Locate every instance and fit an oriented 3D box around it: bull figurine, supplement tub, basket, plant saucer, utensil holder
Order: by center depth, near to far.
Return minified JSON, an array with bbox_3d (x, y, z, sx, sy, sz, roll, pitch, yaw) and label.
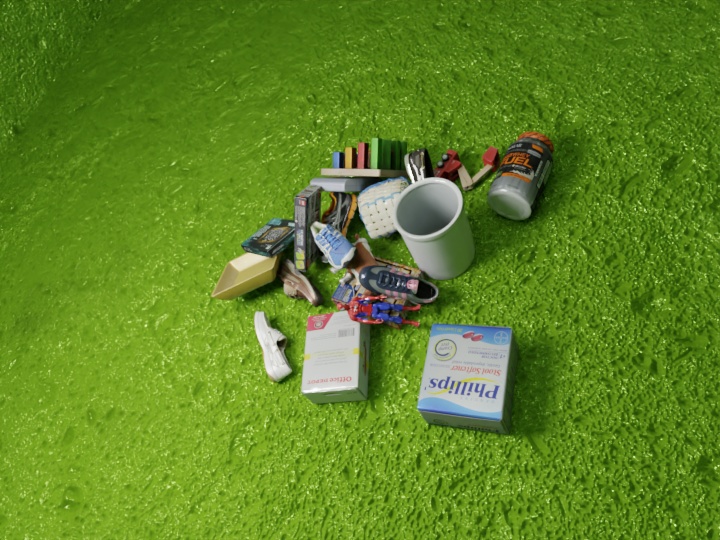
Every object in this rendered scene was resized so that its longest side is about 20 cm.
[{"bbox_3d":[0.185,-0.094,1.416,0.167,0.201,0.172,-12,54,17],"label":"utensil holder"},{"bbox_3d":[0.405,-0.239,1.460,0.121,0.123,0.202,14,66,30],"label":"supplement tub"},{"bbox_3d":[0.000,0.000,1.465,0.121,0.065,0.201,-38,50,1],"label":"bull figurine"},{"bbox_3d":[0.074,-0.173,1.567,0.174,0.141,0.201,-17,27,18],"label":"basket"},{"bbox_3d":[-0.298,0.002,1.621,0.197,0.049,0.201,-25,25,15],"label":"plant saucer"}]

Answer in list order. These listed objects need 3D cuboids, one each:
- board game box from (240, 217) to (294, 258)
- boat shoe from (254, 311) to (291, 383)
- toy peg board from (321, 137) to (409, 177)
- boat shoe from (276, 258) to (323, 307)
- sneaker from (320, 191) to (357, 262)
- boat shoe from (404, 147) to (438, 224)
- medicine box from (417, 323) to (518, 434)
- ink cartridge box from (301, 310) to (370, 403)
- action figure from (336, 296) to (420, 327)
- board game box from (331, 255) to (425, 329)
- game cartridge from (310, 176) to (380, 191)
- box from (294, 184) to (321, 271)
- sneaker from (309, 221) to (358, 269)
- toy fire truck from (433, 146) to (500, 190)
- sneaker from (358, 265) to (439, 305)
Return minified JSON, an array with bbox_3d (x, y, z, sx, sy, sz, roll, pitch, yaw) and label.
[{"bbox_3d":[-0.247,-0.095,1.651,0.135,0.028,0.199,-42,26,-20],"label":"board game box"},{"bbox_3d":[-0.219,0.186,1.503,0.068,0.071,0.202,-25,61,5],"label":"boat shoe"},{"bbox_3d":[0.028,-0.306,1.598,0.197,0.199,0.100,8,101,35],"label":"toy peg board"},{"bbox_3d":[-0.167,0.046,1.569,0.072,0.076,0.200,-44,44,-3],"label":"boat shoe"},{"bbox_3d":[-0.076,-0.121,1.590,0.078,0.076,0.203,21,93,67],"label":"sneaker"},{"bbox_3d":[0.175,-0.215,1.520,0.060,0.071,0.204,-18,93,34],"label":"boat shoe"},{"bbox_3d":[0.233,0.229,1.251,0.179,0.103,0.203,1,59,24],"label":"medicine box"},{"bbox_3d":[-0.056,0.208,1.404,0.143,0.084,0.203,-8,56,18],"label":"ink cartridge box"},{"bbox_3d":[0.042,0.095,1.376,0.196,0.052,0.067,5,81,-1],"label":"action figure"},{"bbox_3d":[0.044,0.046,1.486,0.198,0.046,0.153,18,68,32],"label":"board game box"},{"bbox_3d":[-0.031,-0.240,1.621,0.131,0.199,0.042,11,105,28],"label":"game cartridge"},{"bbox_3d":[-0.139,-0.113,1.549,0.034,0.203,0.110,10,26,14],"label":"box"},{"bbox_3d":[-0.073,-0.065,1.461,0.076,0.077,0.200,-47,33,-6],"label":"sneaker"},{"bbox_3d":[0.270,-0.259,1.578,0.140,0.049,0.201,29,77,31],"label":"toy fire truck"},{"bbox_3d":[0.095,0.029,1.369,0.082,0.197,0.071,159,124,-66],"label":"sneaker"}]
